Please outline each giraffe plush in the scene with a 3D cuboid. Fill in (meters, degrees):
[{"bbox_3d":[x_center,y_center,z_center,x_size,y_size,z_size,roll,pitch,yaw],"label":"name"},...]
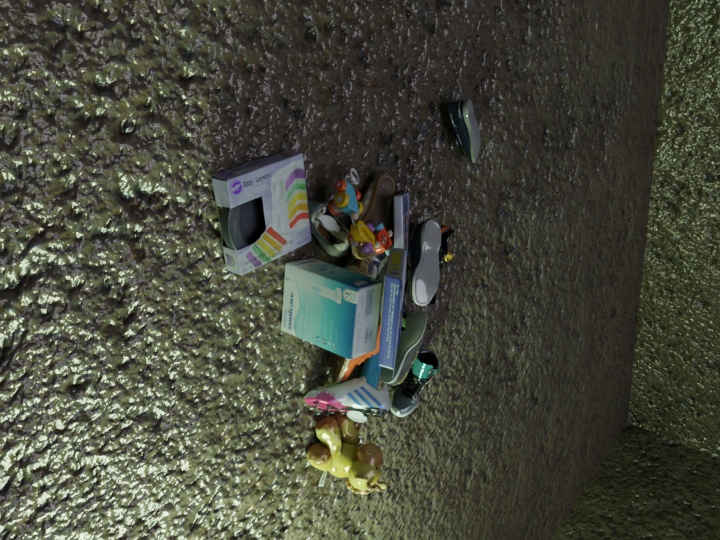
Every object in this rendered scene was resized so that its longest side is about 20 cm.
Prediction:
[{"bbox_3d":[-0.017,0.449,1.587,0.172,0.161,0.203,-9,111,-50],"label":"giraffe plush"}]

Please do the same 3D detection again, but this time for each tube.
[{"bbox_3d":[0.019,0.269,1.635,0.078,0.050,0.201,72,30,-44],"label":"tube"}]

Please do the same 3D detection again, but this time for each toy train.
[{"bbox_3d":[-0.002,-0.103,1.398,0.202,0.055,0.150,61,25,-13],"label":"toy train"}]

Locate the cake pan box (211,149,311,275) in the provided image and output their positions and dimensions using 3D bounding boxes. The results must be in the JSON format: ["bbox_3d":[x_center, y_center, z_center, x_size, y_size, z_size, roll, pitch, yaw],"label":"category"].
[{"bbox_3d":[-0.181,-0.110,1.254,0.199,0.052,0.187,-28,122,-43],"label":"cake pan box"}]

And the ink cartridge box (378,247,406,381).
[{"bbox_3d":[0.063,0.084,1.352,0.200,0.046,0.200,-68,164,-66],"label":"ink cartridge box"}]

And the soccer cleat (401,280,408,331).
[{"bbox_3d":[0.084,0.102,1.646,0.067,0.080,0.202,32,78,-52],"label":"soccer cleat"}]

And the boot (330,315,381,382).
[{"bbox_3d":[0.004,0.181,1.524,0.106,0.075,0.201,14,120,-28],"label":"boot"}]

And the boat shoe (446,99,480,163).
[{"bbox_3d":[0.261,-0.349,1.704,0.200,0.061,0.076,57,43,-55],"label":"boat shoe"}]

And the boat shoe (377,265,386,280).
[{"bbox_3d":[0.037,0.061,1.582,0.073,0.068,0.202,2,96,-49],"label":"boat shoe"}]

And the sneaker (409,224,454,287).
[{"bbox_3d":[0.176,-0.019,1.622,0.070,0.089,0.203,37,59,-57],"label":"sneaker"}]

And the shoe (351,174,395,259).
[{"bbox_3d":[0.023,-0.116,1.486,0.070,0.053,0.202,31,71,-33],"label":"shoe"}]

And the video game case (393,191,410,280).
[{"bbox_3d":[0.095,-0.075,1.544,0.182,0.023,0.203,-45,134,-77],"label":"video game case"}]

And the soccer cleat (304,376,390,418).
[{"bbox_3d":[-0.029,0.282,1.537,0.070,0.197,0.087,120,-22,-64],"label":"soccer cleat"}]

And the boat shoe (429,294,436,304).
[{"bbox_3d":[0.156,0.006,1.715,0.074,0.062,0.202,-39,129,-35],"label":"boat shoe"}]

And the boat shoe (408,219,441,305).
[{"bbox_3d":[0.141,-0.017,1.568,0.073,0.060,0.203,12,79,-33],"label":"boat shoe"}]

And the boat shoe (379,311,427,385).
[{"bbox_3d":[0.117,0.202,1.740,0.203,0.071,0.061,-59,145,-6],"label":"boat shoe"}]

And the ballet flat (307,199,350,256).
[{"bbox_3d":[-0.059,-0.079,1.408,0.200,0.063,0.068,42,68,-50],"label":"ballet flat"}]

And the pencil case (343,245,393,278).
[{"bbox_3d":[0.000,0.000,1.505,0.078,0.089,0.201,42,67,-20],"label":"pencil case"}]

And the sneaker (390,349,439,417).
[{"bbox_3d":[0.147,0.284,1.771,0.200,0.083,0.122,-52,160,-36],"label":"sneaker"}]

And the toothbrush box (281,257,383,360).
[{"bbox_3d":[-0.061,0.072,1.354,0.085,0.198,0.149,-14,114,-50],"label":"toothbrush box"}]
